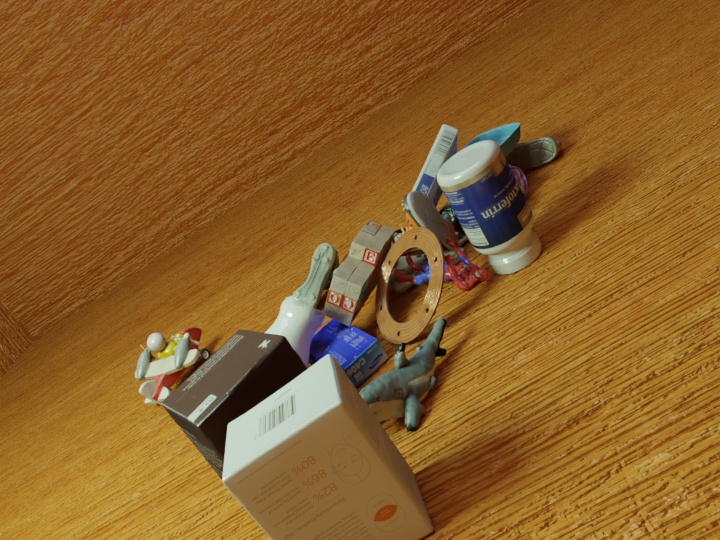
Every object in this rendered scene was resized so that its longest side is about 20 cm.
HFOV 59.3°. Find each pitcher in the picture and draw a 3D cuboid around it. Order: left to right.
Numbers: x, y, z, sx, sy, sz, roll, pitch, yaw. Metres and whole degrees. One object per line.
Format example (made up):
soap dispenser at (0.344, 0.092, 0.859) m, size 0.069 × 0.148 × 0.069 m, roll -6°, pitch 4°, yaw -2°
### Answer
pitcher at (-0.146, 0.163, 1.131) m, size 0.204 × 0.119 × 0.172 m, roll -66°, pitch 4°, yaw -17°

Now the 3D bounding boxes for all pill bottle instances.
pill bottle at (0.219, -0.101, 1.052) m, size 0.114 × 0.202 × 0.116 m, roll -29°, pitch 21°, yaw 13°

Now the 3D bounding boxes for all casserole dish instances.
casserole dish at (0.266, -0.252, 1.320) m, size 0.119 × 0.040 × 0.200 m, roll -10°, pitch 23°, yaw 40°

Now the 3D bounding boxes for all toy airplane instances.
toy airplane at (-0.465, 0.217, 1.504) m, size 0.198 × 0.143 × 0.199 m, roll -35°, pitch 20°, yaw -4°

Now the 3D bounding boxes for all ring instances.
ring at (0.086, 0.026, 1.091) m, size 0.199 × 0.019 × 0.206 m, roll -34°, pitch 49°, yaw 51°

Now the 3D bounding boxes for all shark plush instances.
shark plush at (0.074, 0.142, 0.903) m, size 0.199 × 0.084 × 0.090 m, roll -42°, pitch 21°, yaw -20°

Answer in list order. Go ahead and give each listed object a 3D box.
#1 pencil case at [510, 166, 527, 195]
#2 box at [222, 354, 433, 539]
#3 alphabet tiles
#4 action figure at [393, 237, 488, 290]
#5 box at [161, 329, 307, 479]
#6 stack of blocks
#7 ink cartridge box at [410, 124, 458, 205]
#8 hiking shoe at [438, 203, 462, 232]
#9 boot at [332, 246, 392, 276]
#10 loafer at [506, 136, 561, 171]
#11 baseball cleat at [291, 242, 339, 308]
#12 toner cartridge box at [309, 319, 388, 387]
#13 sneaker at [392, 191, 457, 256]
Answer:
pencil case at (0.264, -0.179, 1.324) m, size 0.082 × 0.087 × 0.199 m, roll -26°, pitch 18°, yaw -18°
box at (-0.036, 0.230, 0.708) m, size 0.150 × 0.202 × 0.107 m, roll -32°, pitch 21°, yaw 3°
alphabet tiles at (0.130, -0.021, 1.285) m, size 0.194 × 0.015 × 0.199 m, roll -38°, pitch 20°, yaw -14°
action figure at (0.138, -0.017, 1.125) m, size 0.197 × 0.100 × 0.065 m, roll 8°, pitch 45°, yaw 45°
box at (-0.145, 0.218, 0.909) m, size 0.166 × 0.202 × 0.163 m, roll -43°, pitch 21°, yaw -27°
stack of blocks at (0.000, 0.000, 1.199) m, size 0.057 × 0.118 × 0.201 m, roll 21°, pitch 31°, yaw 9°
ink cartridge box at (0.156, -0.178, 1.360) m, size 0.200 × 0.042 × 0.200 m, roll -65°, pitch -15°, yaw -11°
hiking shoe at (0.214, -0.107, 1.253) m, size 0.099 × 0.077 × 0.199 m, roll -33°, pitch 8°, yaw -19°
boot at (0.004, -0.016, 1.378) m, size 0.107 × 0.075 × 0.199 m, roll -47°, pitch 8°, yaw -24°
loafer at (0.347, -0.249, 1.395) m, size 0.196 × 0.074 × 0.062 m, roll -8°, pitch 13°, yaw 39°
baseball cleat at (-0.096, 0.042, 1.438) m, size 0.069 × 0.106 × 0.204 m, roll 23°, pitch 81°, yaw 28°
toner cartridge box at (-0.035, 0.146, 1.126) m, size 0.095 × 0.044 × 0.199 m, roll -41°, pitch 20°, yaw -13°
sneaker at (0.099, -0.073, 1.184) m, size 0.110 × 0.199 × 0.080 m, roll -16°, pitch 61°, yaw 25°
